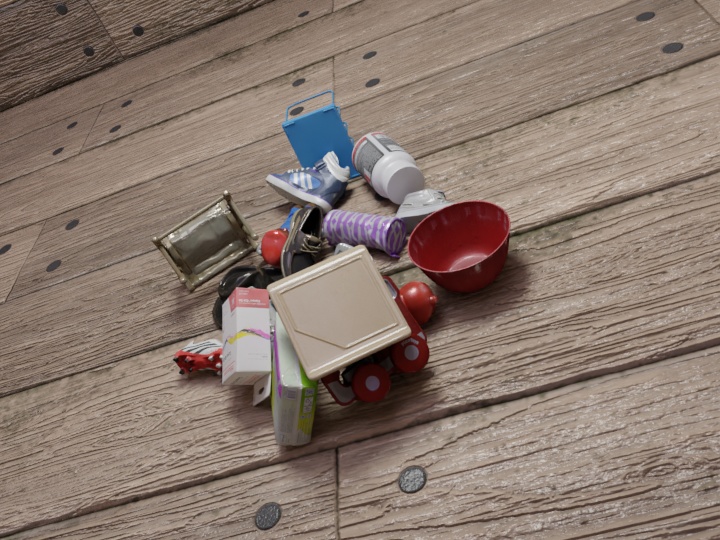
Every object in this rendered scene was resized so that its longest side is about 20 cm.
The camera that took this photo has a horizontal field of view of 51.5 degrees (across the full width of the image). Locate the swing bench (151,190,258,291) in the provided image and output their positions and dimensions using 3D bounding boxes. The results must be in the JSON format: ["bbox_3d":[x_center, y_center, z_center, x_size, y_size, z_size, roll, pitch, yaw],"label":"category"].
[{"bbox_3d":[-0.348,-0.062,1.711,0.199,0.130,0.200,-34,0,-9],"label":"swing bench"}]

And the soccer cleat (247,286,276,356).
[{"bbox_3d":[-0.191,0.110,1.504,0.070,0.086,0.200,-32,46,-8],"label":"soccer cleat"}]

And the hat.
[{"bbox_3d":[-0.252,0.034,1.645,0.200,0.081,0.201,-16,37,13],"label":"hat"}]

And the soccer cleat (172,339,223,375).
[{"bbox_3d":[-0.287,0.173,1.517,0.200,0.069,0.085,-2,29,26],"label":"soccer cleat"}]

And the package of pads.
[{"bbox_3d":[-0.122,0.190,1.325,0.068,0.155,0.200,1,36,-11],"label":"package of pads"}]

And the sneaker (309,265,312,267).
[{"bbox_3d":[-0.092,0.081,1.489,0.074,0.088,0.200,-19,38,10],"label":"sneaker"}]

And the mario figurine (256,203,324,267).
[{"bbox_3d":[-0.163,-0.069,1.741,0.123,0.106,0.200,-46,6,43],"label":"mario figurine"}]

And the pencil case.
[{"bbox_3d":[0.005,-0.084,1.634,0.200,0.084,0.086,10,88,41],"label":"pencil case"}]

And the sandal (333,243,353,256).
[{"bbox_3d":[0.002,-0.007,1.564,0.050,0.083,0.203,7,23,-29],"label":"sandal"}]

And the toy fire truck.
[{"bbox_3d":[0.011,0.127,1.283,0.200,0.168,0.112,-35,-1,-12],"label":"toy fire truck"}]

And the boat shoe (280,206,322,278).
[{"bbox_3d":[-0.124,-0.057,1.635,0.073,0.074,0.200,-30,50,51],"label":"boat shoe"}]

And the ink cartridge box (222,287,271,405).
[{"bbox_3d":[-0.215,0.145,1.398,0.067,0.116,0.201,4,68,-23],"label":"ink cartridge box"}]

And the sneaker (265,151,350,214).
[{"bbox_3d":[-0.120,-0.235,1.842,0.200,0.081,0.147,25,77,25],"label":"sneaker"}]

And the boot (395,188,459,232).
[{"bbox_3d":[0.170,-0.140,1.603,0.200,0.074,0.096,-2,50,30],"label":"boot"}]

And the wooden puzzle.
[{"bbox_3d":[-0.038,0.069,1.247,0.185,0.037,0.200,-24,61,-9],"label":"wooden puzzle"}]

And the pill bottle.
[{"bbox_3d":[0.065,-0.238,1.749,0.116,0.116,0.200,-30,37,-4],"label":"pill bottle"}]

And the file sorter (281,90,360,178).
[{"bbox_3d":[-0.093,-0.331,1.885,0.138,0.200,0.123,-19,35,10],"label":"file sorter"}]

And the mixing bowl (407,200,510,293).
[{"bbox_3d":[0.200,-0.030,1.429,0.200,0.109,0.200,-16,39,13],"label":"mixing bowl"}]

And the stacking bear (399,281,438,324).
[{"bbox_3d":[0.046,0.084,1.389,0.200,0.114,0.121,-22,18,-8],"label":"stacking bear"}]
